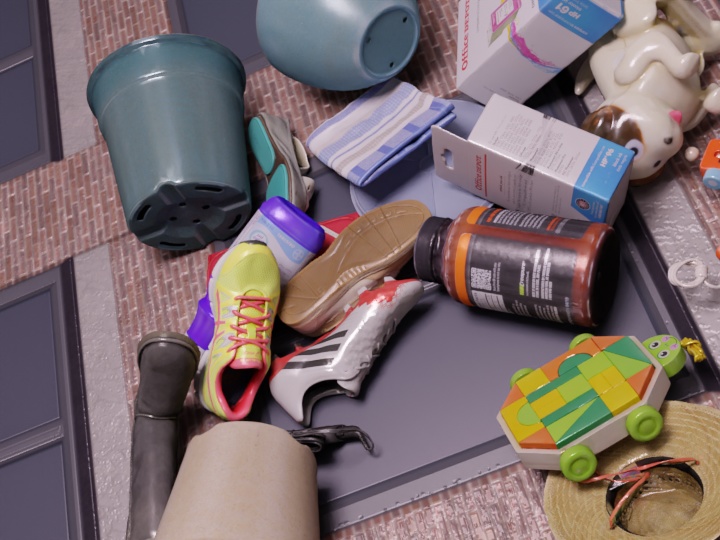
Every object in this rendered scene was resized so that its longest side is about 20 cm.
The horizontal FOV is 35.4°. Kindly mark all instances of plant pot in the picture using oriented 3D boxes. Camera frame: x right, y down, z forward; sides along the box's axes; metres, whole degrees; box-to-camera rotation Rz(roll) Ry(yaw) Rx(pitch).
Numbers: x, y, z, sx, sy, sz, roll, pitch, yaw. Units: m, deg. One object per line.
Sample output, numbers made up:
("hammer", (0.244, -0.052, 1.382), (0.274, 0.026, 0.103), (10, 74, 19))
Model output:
("plant pot", (-0.113, 0.254, 1.067), (0.200, 0.201, 0.184), (-11, 44, 16))
("plant pot", (-0.220, -0.144, 1.365), (0.199, 0.200, 0.197), (-19, 62, 9))
("plant pot", (-0.005, -0.298, 1.355), (0.200, 0.200, 0.135), (-44, 51, -9))

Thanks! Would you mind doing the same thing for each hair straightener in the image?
("hair straightener", (-0.085, 0.183, 1.160), (0.199, 0.077, 0.041), (-4, 86, 15))

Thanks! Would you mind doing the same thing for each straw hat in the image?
("straw hat", (0.264, 0.209, 0.989), (0.200, 0.085, 0.201), (-25, 27, 14))

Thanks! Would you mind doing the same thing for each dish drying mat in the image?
("dish drying mat", (-0.088, -0.014, 1.322), (0.199, 0.018, 0.077), (-15, 55, 13))

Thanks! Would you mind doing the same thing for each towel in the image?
("towel", (0.019, -0.168, 1.326), (0.147, 0.024, 0.200), (-38, 27, -4))

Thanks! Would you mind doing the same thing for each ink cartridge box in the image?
("ink cartridge box", (0.178, -0.111, 1.186), (0.199, 0.116, 0.068), (26, 71, 16))
("ink cartridge box", (0.197, -0.295, 1.282), (0.200, 0.084, 0.145), (-41, 36, 47))

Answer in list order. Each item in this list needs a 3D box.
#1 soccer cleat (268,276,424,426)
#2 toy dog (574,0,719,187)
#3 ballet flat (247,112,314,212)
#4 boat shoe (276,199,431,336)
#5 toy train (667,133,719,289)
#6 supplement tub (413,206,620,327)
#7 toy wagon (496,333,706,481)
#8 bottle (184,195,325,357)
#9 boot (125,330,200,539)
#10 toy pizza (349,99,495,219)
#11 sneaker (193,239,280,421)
("soccer cleat", (-0.007, 0.085, 1.199), (0.200, 0.069, 0.085), (-35, 61, 2))
("toy dog", (0.297, -0.193, 1.209), (0.193, 0.139, 0.201), (-8, 55, 37))
("ballet flat", (-0.086, -0.115, 1.361), (0.063, 0.067, 0.201), (6, 47, -28))
("boat shoe", (0.000, 0.000, 1.244), (0.200, 0.069, 0.074), (-36, 53, 4))
("toy train", (0.387, -0.049, 1.132), (0.150, 0.056, 0.201), (7, 61, 31))
("supplement tub", (0.158, -0.009, 1.163), (0.199, 0.107, 0.107), (11, 63, 27))
("toy wagon", (0.226, 0.110, 1.058), (0.200, 0.040, 0.155), (-32, 26, 3))
("bottle", (-0.125, 0.015, 1.264), (0.083, 0.065, 0.200), (38, 97, 0))
("boot", (-0.209, 0.187, 1.159), (0.072, 0.182, 0.201), (8, 50, -6))
("toy pizza", (0.084, -0.115, 1.309), (0.199, 0.032, 0.201), (-11, 54, 16))
("sneaker", (-0.120, 0.068, 1.190), (0.090, 0.078, 0.201), (-142, 60, -62))
